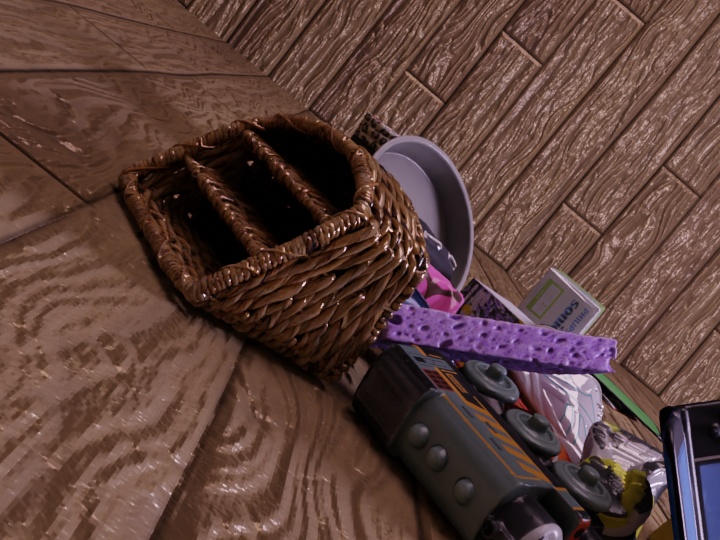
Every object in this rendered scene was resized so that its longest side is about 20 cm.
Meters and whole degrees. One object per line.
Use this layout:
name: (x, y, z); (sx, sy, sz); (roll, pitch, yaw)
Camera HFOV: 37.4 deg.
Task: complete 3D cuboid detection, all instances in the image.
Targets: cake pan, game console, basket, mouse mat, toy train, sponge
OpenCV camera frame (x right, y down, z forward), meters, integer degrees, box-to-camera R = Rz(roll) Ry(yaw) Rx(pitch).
cake pan: (0.052, -0.047, 1.178); (0.037, 0.201, 0.200); (-4, -27, 44)
game console: (0.270, 0.192, 0.725); (0.169, 0.201, 0.118); (-6, -2, -12)
basket: (-0.059, -0.045, 0.759); (0.149, 0.143, 0.200); (34, 10, -36)
mouse mat: (0.251, 0.113, 1.107); (0.161, 0.008, 0.200); (45, 8, 12)
toy train: (0.079, 0.127, 0.710); (0.114, 0.085, 0.200); (14, 26, -43)
sponge: (0.086, 0.055, 0.829); (0.199, 0.030, 0.111); (10, -9, -22)

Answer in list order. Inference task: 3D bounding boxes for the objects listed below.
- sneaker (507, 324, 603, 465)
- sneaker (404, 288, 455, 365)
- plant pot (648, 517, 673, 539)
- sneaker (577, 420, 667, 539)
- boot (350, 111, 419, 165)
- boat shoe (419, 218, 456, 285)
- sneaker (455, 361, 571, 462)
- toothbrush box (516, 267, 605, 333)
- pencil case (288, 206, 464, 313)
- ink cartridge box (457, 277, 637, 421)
sneaker: (0.188, 0.136, 0.939); (0.201, 0.080, 0.070); (63, -21, 14)
sneaker: (0.002, 0.026, 0.908); (0.200, 0.082, 0.074); (49, -7, -5)
plant pot: (0.449, 0.299, 1.055); (0.200, 0.177, 0.200); (35, 10, -27)
sneaker: (0.185, 0.176, 0.810); (0.074, 0.085, 0.200); (29, 16, 21)
boot: (0.036, -0.071, 1.249); (0.203, 0.154, 0.073); (38, 7, -1)
boat shoe: (0.044, -0.028, 1.078); (0.074, 0.061, 0.200); (3, -28, 35)
sneaker: (0.113, 0.133, 0.901); (0.077, 0.073, 0.200); (63, -4, -32)
toothbrush box: (0.244, 0.079, 1.405); (0.086, 0.146, 0.200); (41, 9, 11)
pencil case: (0.000, 0.000, 0.981); (0.200, 0.091, 0.094); (38, 48, -12)
ink cartridge box: (0.186, 0.097, 1.095); (0.200, 0.050, 0.109); (45, 9, 29)
